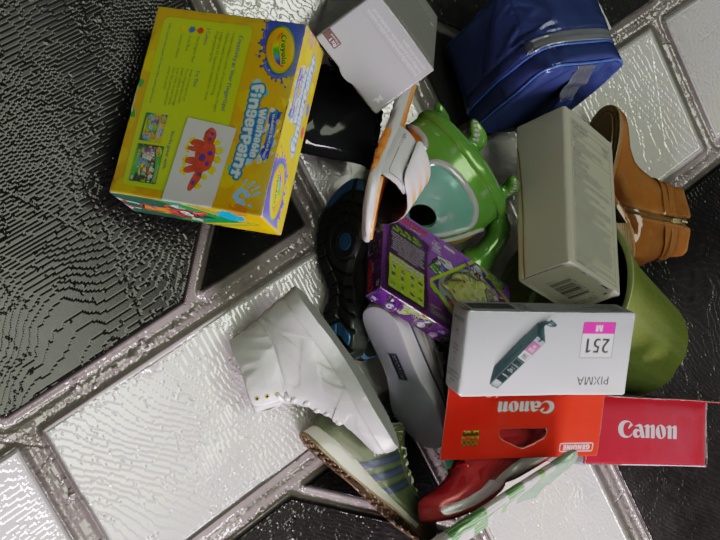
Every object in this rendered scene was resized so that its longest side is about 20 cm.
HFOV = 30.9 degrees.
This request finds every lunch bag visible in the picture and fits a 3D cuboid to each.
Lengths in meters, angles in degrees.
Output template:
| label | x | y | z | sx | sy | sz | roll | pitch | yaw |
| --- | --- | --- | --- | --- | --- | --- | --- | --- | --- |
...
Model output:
| label | x | y | z | sx | sy | sz | roll | pitch | yaw |
| --- | --- | --- | --- | --- | --- | --- | --- | --- | --- |
| lunch bag | 0.197 | -0.235 | 1.508 | 0.135 | 0.200 | 0.134 | -8 | 72 | -29 |

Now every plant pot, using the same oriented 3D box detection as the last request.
| label | x | y | z | sx | sy | sz | roll | pitch | yaw |
| --- | --- | --- | --- | --- | --- | --- | --- | --- | --- |
| plant pot | 0.292 | 0.061 | 1.560 | 0.189 | 0.199 | 0.202 | 28 | 72 | -40 |

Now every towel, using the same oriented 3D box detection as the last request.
| label | x | y | z | sx | sy | sz | roll | pitch | yaw |
| --- | --- | --- | --- | --- | --- | --- | --- | --- | --- |
| towel | 0.134 | 0.268 | 1.401 | 0.199 | 0.153 | 0.024 | -28 | 74 | -22 |

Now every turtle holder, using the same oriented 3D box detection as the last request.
| label | x | y | z | sx | sy | sz | roll | pitch | yaw |
| --- | --- | --- | --- | --- | --- | --- | --- | --- | --- |
| turtle holder | 0.092 | -0.085 | 1.476 | 0.131 | 0.141 | 0.186 | -39 | 139 | -8 |

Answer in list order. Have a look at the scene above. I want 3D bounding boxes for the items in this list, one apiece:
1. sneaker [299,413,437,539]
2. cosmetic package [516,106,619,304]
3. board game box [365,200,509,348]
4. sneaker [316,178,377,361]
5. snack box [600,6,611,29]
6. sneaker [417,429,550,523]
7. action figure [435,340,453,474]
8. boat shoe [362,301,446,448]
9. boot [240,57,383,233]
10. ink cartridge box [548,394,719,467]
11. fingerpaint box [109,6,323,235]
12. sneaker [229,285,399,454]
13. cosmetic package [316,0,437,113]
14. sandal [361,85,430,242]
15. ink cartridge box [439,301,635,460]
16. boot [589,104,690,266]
| label | x | y | z | sx | sy | sz | roll | pitch | yaw |
| --- | --- | --- | --- | --- | --- | --- | --- | --- | --- |
| sneaker | 0.030 | 0.211 | 1.438 | 0.200 | 0.067 | 0.090 | 44 | 71 | -17 |
| cosmetic package | 0.233 | -0.069 | 1.469 | 0.103 | 0.073 | 0.202 | 30 | 51 | -39 |
| board game box | 0.087 | 0.021 | 1.403 | 0.199 | 0.032 | 0.121 | 32 | 47 | -30 |
| sneaker | 0.000 | 0.000 | 1.446 | 0.081 | 0.073 | 0.203 | 2 | 92 | -44 |
| snack box | 0.225 | -0.360 | 1.621 | 0.116 | 0.037 | 0.201 | -36 | 104 | -28 |
| sneaker | 0.122 | 0.192 | 1.448 | 0.199 | 0.078 | 0.117 | -26 | 93 | -39 |
| action figure | 0.112 | 0.143 | 1.502 | 0.118 | 0.055 | 0.202 | -31 | 106 | -27 |
| boat shoe | 0.062 | 0.103 | 1.431 | 0.066 | 0.071 | 0.201 | -43 | 120 | -36 |
| boot | -0.057 | -0.135 | 1.408 | 0.161 | 0.073 | 0.201 | 4 | 77 | -26 |
| ink cartridge box | 0.312 | 0.189 | 1.549 | 0.198 | 0.175 | 0.085 | 6 | 84 | -30 |
| fingerpaint box | -0.142 | -0.151 | 1.311 | 0.165 | 0.073 | 0.202 | 9 | 78 | 15 |
| sneaker | -0.054 | 0.131 | 1.373 | 0.115 | 0.074 | 0.201 | -36 | 89 | 4 |
| cosmetic package | 0.021 | -0.262 | 1.401 | 0.090 | 0.201 | 0.107 | -34 | 111 | 16 |
| sandal | 0.048 | -0.120 | 1.361 | 0.059 | 0.079 | 0.208 | 15 | 59 | 4 |
| ink cartridge box | 0.187 | 0.123 | 1.383 | 0.198 | 0.044 | 0.176 | 1 | 101 | -19 |
| boot | 0.359 | -0.106 | 1.657 | 0.154 | 0.076 | 0.203 | -1 | 89 | -29 |
